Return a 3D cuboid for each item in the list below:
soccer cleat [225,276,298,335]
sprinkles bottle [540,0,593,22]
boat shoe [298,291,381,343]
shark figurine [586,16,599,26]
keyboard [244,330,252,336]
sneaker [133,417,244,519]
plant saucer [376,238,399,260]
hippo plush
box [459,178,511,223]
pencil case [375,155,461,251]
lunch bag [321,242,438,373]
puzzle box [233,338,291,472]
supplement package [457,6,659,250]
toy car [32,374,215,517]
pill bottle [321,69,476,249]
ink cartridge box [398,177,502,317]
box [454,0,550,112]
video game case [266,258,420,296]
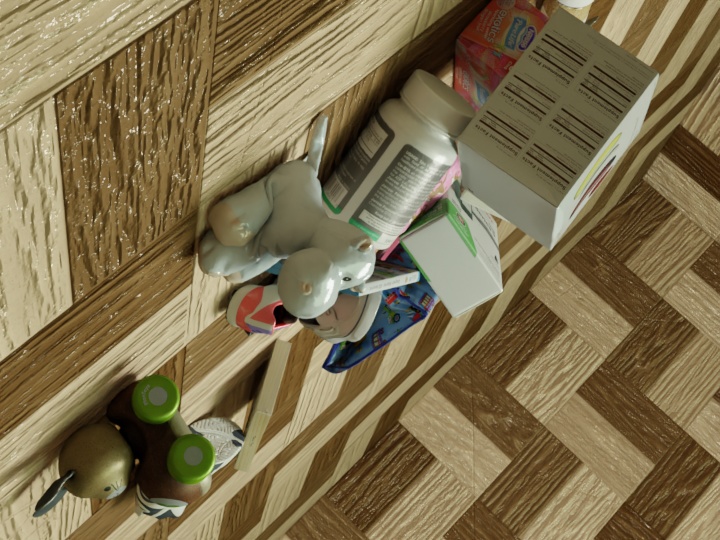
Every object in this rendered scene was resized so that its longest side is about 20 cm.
[{"bbox_3d":[-0.093,0.041,1.572,0.200,0.073,0.069,-22,133,-58],"label":"soccer cleat"},{"bbox_3d":[0.282,-0.354,1.691,0.068,0.068,0.200,-43,167,-19],"label":"sprinkles bottle"},{"bbox_3d":[-0.032,0.057,1.612,0.200,0.065,0.074,-35,-144,63],"label":"boat shoe"},{"bbox_3d":[0.311,-0.313,1.950,0.090,0.127,0.216,-70,170,-49],"label":"shark figurine"},{"bbox_3d":[-0.094,0.030,1.698,0.200,0.021,0.128,-36,157,-40],"label":"keyboard"},{"bbox_3d":[-0.267,0.306,1.817,0.199,0.079,0.130,-43,173,-44],"label":"sneaker"},{"bbox_3d":[0.000,0.000,1.784,0.201,0.051,0.201,-56,174,-8],"label":"plant saucer"},{"bbox_3d":[-0.062,-0.024,1.320,0.200,0.161,0.160,-41,165,-26],"label":"hippo plush"},{"bbox_3d":[0.201,-0.170,1.717,0.078,0.094,0.201,-58,-166,38],"label":"box"},{"bbox_3d":[0.042,-0.099,1.598,0.200,0.086,0.083,-44,134,-16],"label":"pencil case"},{"bbox_3d":[0.026,0.068,1.761,0.200,0.094,0.151,-50,-178,30],"label":"lunch bag"},{"bbox_3d":[-0.154,0.213,1.885,0.201,0.025,0.134,115,-9,-53],"label":"puzzle box"},{"bbox_3d":[0.235,-0.165,1.460,0.201,0.147,0.191,-52,166,-6],"label":"supplement package"},{"bbox_3d":[-0.289,0.235,1.407,0.199,0.159,0.164,-29,171,-23],"label":"toy car"},{"bbox_3d":[0.046,-0.134,1.462,0.201,0.113,0.113,-52,166,20],"label":"pill bottle"},{"bbox_3d":[0.126,-0.054,1.697,0.084,0.146,0.201,-30,-156,19],"label":"ink cartridge box"},{"bbox_3d":[0.188,-0.266,1.579,0.103,0.095,0.200,-46,167,-9],"label":"box"},{"bbox_3d":[-0.022,-0.001,1.566,0.200,0.142,0.018,-12,114,-65],"label":"video game case"}]
